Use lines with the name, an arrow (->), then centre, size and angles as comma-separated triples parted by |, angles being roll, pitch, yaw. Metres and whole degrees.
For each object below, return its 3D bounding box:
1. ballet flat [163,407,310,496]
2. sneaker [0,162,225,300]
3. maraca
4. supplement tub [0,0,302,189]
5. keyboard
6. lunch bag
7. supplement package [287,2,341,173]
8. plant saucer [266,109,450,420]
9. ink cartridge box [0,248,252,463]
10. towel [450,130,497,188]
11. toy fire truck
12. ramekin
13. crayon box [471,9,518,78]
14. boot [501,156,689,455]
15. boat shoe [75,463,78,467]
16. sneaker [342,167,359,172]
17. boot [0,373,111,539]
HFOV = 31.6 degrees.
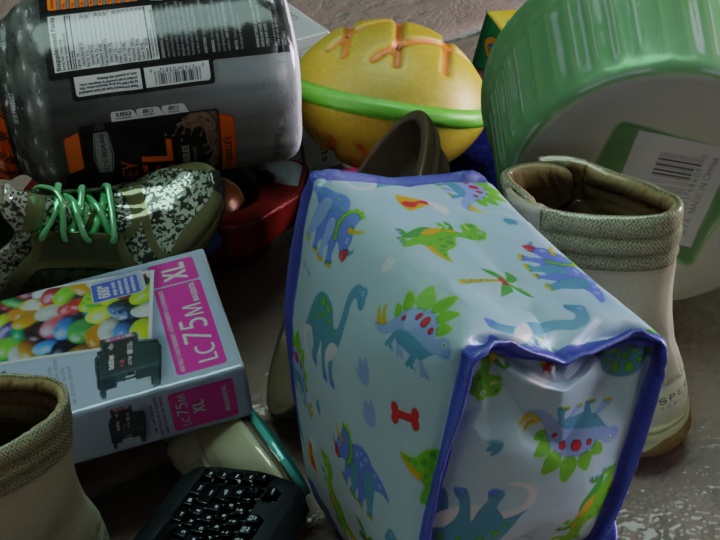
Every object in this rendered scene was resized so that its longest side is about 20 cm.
ballet flat -> -0.087, 0.088, 0.741 | 0.069, 0.070, 0.200 | -16, 31, -13
sneaker -> -0.176, -0.022, 0.751 | 0.198, 0.089, 0.078 | -20, 63, 2
maraca -> 0.002, -0.128, 0.912 | 0.198, 0.108, 0.137 | 16, 14, 29
supplement tub -> -0.142, -0.118, 0.802 | 0.197, 0.124, 0.123 | -9, 31, -9
keyboard -> -0.082, 0.148, 0.572 | 0.103, 0.040, 0.200 | 6, 34, 21
lunch bag -> 0.037, 0.077, 0.597 | 0.126, 0.202, 0.170 | 0, 27, -26
supplement package -> -0.127, -0.131, 1.035 | 0.198, 0.119, 0.117 | -19, 31, -18
plant saucer -> 0.000, 0.000, 0.761 | 0.029, 0.201, 0.201 | 25, 30, -13
ink cartridge box -> -0.167, 0.056, 0.696 | 0.198, 0.042, 0.120 | -17, 36, -9
towel -> 0.117, -0.086, 0.973 | 0.146, 0.050, 0.200 | 10, 36, 28
toy fire truck -> -0.139, -0.044, 0.881 | 0.197, 0.113, 0.168 | 4, 29, 3
ramekin -> 0.169, -0.075, 0.748 | 0.197, 0.201, 0.098 | -3, 43, 8
crayon box -> 0.176, -0.117, 0.934 | 0.117, 0.059, 0.201 | -6, 45, -22
boot -> 0.084, 0.013, 0.708 | 0.198, 0.156, 0.072 | 10, 36, 29
boat shoe -> -0.176, 0.078, 0.766 | 0.071, 0.065, 0.201 | -14, 28, 31
sneaker -> 0.053, -0.011, 0.845 | 0.198, 0.075, 0.081 | 15, 38, 31
boot -> -0.221, 0.129, 0.601 | 0.198, 0.156, 0.072 | -17, 48, -16
